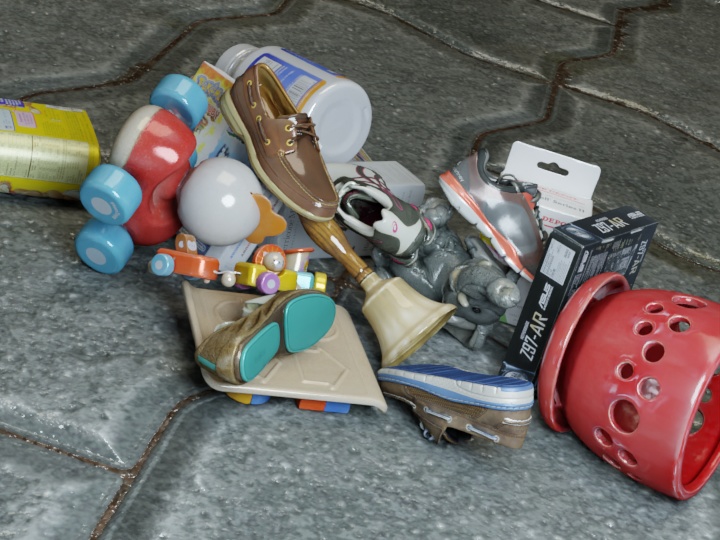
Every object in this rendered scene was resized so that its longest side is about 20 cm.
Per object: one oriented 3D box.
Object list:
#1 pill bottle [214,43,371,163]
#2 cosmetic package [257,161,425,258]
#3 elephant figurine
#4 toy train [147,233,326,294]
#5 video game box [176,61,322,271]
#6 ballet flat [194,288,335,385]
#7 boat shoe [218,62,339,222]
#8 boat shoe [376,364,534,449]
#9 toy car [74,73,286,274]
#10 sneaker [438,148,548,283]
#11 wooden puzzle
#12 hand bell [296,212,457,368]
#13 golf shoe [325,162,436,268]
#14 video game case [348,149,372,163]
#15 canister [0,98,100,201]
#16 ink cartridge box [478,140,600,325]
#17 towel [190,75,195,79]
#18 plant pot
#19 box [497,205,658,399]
[{"bbox_3d":[-0.089,-0.205,1.858,0.112,0.113,0.200,-9,28,-41],"label":"pill bottle"},{"bbox_3d":[-0.028,-0.073,1.855,0.199,0.102,0.074,-6,32,-35],"label":"cosmetic package"},{"bbox_3d":[0.115,0.020,1.715,0.200,0.142,0.155,31,33,28],"label":"elephant figurine"},{"bbox_3d":[-0.121,-0.008,1.625,0.150,0.056,0.200,10,0,32],"label":"toy train"},{"bbox_3d":[-0.162,-0.119,1.776,0.200,0.183,0.047,38,5,37],"label":"video game box"},{"bbox_3d":[-0.098,0.059,1.511,0.072,0.068,0.200,10,23,25],"label":"ballet flat"},{"bbox_3d":[-0.081,-0.139,1.650,0.072,0.068,0.200,-3,51,-48],"label":"boat shoe"},{"bbox_3d":[0.087,0.136,1.536,0.072,0.073,0.200,-3,6,-38],"label":"boat shoe"},{"bbox_3d":[-0.176,-0.073,1.662,0.199,0.177,0.185,27,53,5],"label":"toy car"},{"bbox_3d":[0.179,-0.054,1.704,0.200,0.082,0.077,44,9,-12],"label":"sneaker"},{"bbox_3d":[-0.084,0.086,1.581,0.199,0.046,0.185,12,27,-21],"label":"wooden puzzle"},{"bbox_3d":[0.000,0.000,1.645,0.200,0.104,0.104,49,34,10],"label":"hand bell"},{"bbox_3d":[-0.004,-0.079,1.687,0.200,0.077,0.088,31,-1,41],"label":"golf shoe"},{"bbox_3d":[-0.032,-0.161,1.990,0.182,0.024,0.200,34,14,-48],"label":"video game case"},{"bbox_3d":[-0.413,-0.146,1.789,0.199,0.087,0.149,6,28,-24],"label":"canister"},{"bbox_3d":[0.200,-0.037,1.804,0.117,0.201,0.067,17,26,2],"label":"ink cartridge box"},{"bbox_3d":[-0.179,-0.131,1.839,0.200,0.147,0.030,39,10,38],"label":"towel"},{"bbox_3d":[0.290,0.112,1.581,0.182,0.201,0.200,21,25,27],"label":"plant pot"},{"bbox_3d":[0.237,0.036,1.683,0.043,0.201,0.160,34,31,30],"label":"box"}]
